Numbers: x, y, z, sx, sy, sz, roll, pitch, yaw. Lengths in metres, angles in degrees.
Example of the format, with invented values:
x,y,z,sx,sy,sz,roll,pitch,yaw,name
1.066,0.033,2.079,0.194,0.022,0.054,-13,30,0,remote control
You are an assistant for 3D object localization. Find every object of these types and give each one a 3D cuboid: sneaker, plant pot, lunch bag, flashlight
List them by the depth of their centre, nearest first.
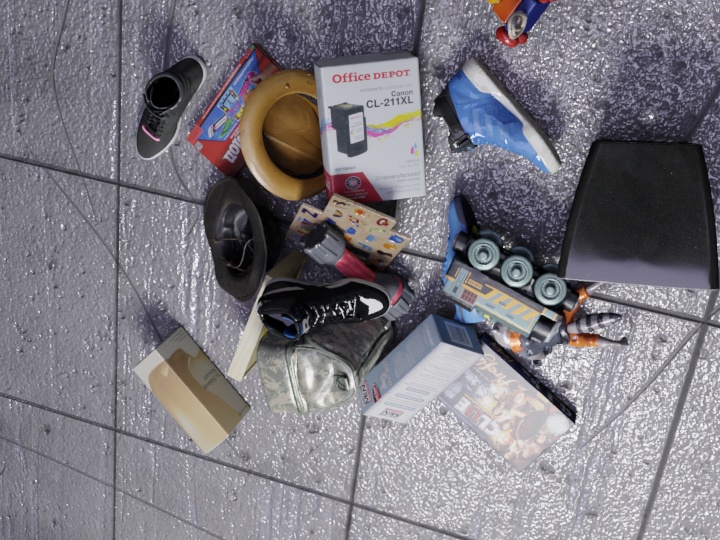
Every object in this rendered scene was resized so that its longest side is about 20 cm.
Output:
x,y,z,sx,sy,sz,roll,pitch,yaw,name
0.375,-0.084,1.158,0.197,0.199,0.180,3,99,17,plant pot
0.188,-0.193,1.231,0.111,0.077,0.200,-43,88,21,sneaker
-0.057,0.067,1.271,0.197,0.112,0.074,2,118,8,sneaker
0.150,-0.013,1.321,0.077,0.066,0.203,-7,107,24,sneaker
0.000,0.000,1.327,0.068,0.068,0.200,-46,124,5,flashlight
-0.049,0.131,1.370,0.165,0.200,0.141,0,113,22,lunch bag
-0.324,-0.251,1.371,0.070,0.099,0.201,39,118,-1,sneaker

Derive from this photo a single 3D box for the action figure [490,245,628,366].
x,y,z,sx,sy,sz,roll,pitch,yaw,name
0.283,0.060,1.285,0.191,0.105,0.202,-17,107,13,action figure

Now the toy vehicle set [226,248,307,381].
x,y,z,sx,sy,sz,roll,pitch,yaw,name
-0.153,0.073,1.421,0.026,0.124,0.202,27,115,6,toy vehicle set

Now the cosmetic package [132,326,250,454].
x,y,z,sx,sy,sz,roll,pitch,yaw,name
-0.298,0.212,1.533,0.071,0.105,0.201,-38,96,26,cosmetic package

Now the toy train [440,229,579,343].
x,y,z,sx,sy,sz,roll,pitch,yaw,name
0.210,0.023,1.235,0.198,0.085,0.115,28,109,5,toy train

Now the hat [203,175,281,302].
x,y,z,sx,sy,sz,roll,pitch,yaw,name
-0.177,-0.054,1.395,0.199,0.080,0.204,19,113,51,hat

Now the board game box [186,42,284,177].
x,y,z,sx,sy,sz,roll,pitch,yaw,name
-0.187,-0.249,1.370,0.103,0.019,0.200,41,116,-1,board game box

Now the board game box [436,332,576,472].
x,y,z,sx,sy,sz,roll,pitch,yaw,name
0.231,0.216,1.395,0.200,0.035,0.136,41,117,0,board game box

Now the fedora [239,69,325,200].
x,y,z,sx,sy,sz,roll,pitch,yaw,name
-0.108,-0.206,1.302,0.081,0.199,0.204,21,122,52,fedora

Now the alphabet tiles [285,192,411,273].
x,y,z,sx,sy,sz,roll,pitch,yaw,name
-0.019,-0.057,1.300,0.165,0.008,0.200,22,156,-8,alphabet tiles

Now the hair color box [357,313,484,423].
x,y,z,sx,sy,sz,roll,pitch,yaw,name
0.092,0.160,1.373,0.098,0.061,0.200,18,128,-36,hair color box

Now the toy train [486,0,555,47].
x,y,z,sx,sy,sz,roll,pitch,yaw,name
0.178,-0.355,1.110,0.115,0.200,0.085,40,117,5,toy train

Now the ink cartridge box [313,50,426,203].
x,y,z,sx,sy,sz,roll,pitch,yaw,name
0.014,-0.208,1.255,0.143,0.083,0.203,-8,109,-6,ink cartridge box
